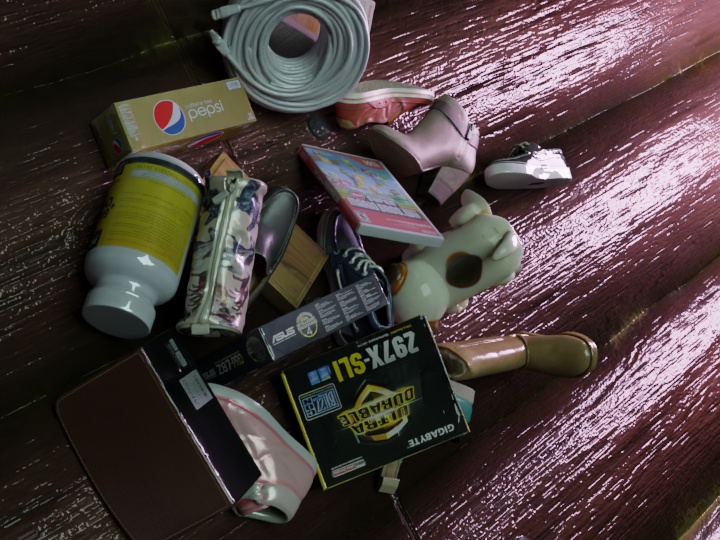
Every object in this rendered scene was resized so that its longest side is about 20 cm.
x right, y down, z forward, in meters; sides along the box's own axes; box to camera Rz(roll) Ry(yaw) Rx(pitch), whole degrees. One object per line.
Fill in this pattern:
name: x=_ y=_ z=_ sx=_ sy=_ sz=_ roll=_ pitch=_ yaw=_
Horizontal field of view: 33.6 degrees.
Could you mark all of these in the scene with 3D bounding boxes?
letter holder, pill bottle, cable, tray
letter holder: x=-0.231 y=0.193 z=1.347 sx=0.201 sy=0.141 sz=0.101 roll=59 pitch=17 yaw=-2
pill bottle: x=-0.256 y=-0.028 z=1.386 sx=0.111 sy=0.112 sz=0.202 roll=29 pitch=57 yaw=-28
cable: x=-0.088 y=-0.306 z=1.582 sx=0.069 sy=0.198 sz=0.201 roll=-113 pitch=177 yaw=-53
tray: x=-0.138 y=-0.048 z=1.541 sx=0.200 sy=0.037 sz=0.099 roll=45 pitch=52 yaw=-19

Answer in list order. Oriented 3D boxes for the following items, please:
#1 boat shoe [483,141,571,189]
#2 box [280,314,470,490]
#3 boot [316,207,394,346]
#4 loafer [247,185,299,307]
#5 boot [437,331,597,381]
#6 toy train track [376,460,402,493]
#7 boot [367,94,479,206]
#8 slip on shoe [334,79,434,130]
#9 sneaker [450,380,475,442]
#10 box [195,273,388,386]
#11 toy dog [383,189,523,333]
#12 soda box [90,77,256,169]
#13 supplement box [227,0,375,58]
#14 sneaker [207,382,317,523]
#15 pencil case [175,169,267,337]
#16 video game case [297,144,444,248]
boat shoe: x=0.260 y=-0.168 z=1.891 sx=0.199 sy=0.070 sz=0.064 roll=-2 pitch=76 yaw=-48
box: x=0.018 y=0.165 z=1.505 sx=0.198 sy=0.049 sz=0.161 roll=-21 pitch=85 yaw=1
boot: x=0.000 y=0.000 z=1.596 sx=0.072 sy=0.090 sz=0.202 roll=2 pitch=70 yaw=-38
loafer: x=-0.128 y=-0.016 z=1.471 sx=0.072 sy=0.072 sz=0.201 roll=31 pitch=77 yaw=-20
boot: x=0.209 y=0.127 z=1.679 sx=0.199 sy=0.174 sz=0.067 roll=-4 pitch=92 yaw=-43
toy train track: x=0.059 y=0.195 z=1.556 sx=0.114 sy=0.032 sz=0.202 roll=13 pitch=94 yaw=-20
boot: x=0.099 y=-0.197 z=1.753 sx=0.200 sy=0.070 sz=0.147 roll=45 pitch=61 yaw=-39
slip on shoe: x=0.033 y=-0.241 z=1.739 sx=0.199 sy=0.074 sz=0.062 roll=-17 pitch=119 yaw=-47
sneaker: x=0.070 y=0.179 z=1.605 sx=0.198 sy=0.071 sz=0.081 roll=18 pitch=68 yaw=-28
box: x=-0.085 y=0.077 z=1.456 sx=0.199 sy=0.161 sz=0.050 roll=-25 pitch=90 yaw=-41
toy dog: x=0.122 y=0.010 z=1.645 sx=0.199 sy=0.194 sz=0.140 roll=-33 pitch=112 yaw=-8
soda box: x=-0.232 y=-0.186 z=1.492 sx=0.199 sy=0.067 sz=0.065 roll=-20 pitch=87 yaw=-42
supplement box: x=-0.083 y=-0.362 z=1.674 sx=0.199 sy=0.073 sz=0.127 roll=28 pitch=58 yaw=-29
sneaker: x=-0.138 y=0.224 z=1.414 sx=0.200 sy=0.075 sz=0.105 roll=43 pitch=47 yaw=-24
pencil case: x=-0.161 y=-0.015 z=1.386 sx=0.089 sy=0.077 sz=0.202 roll=50 pitch=47 yaw=-69
video game case: x=0.012 y=-0.102 z=1.616 sx=0.142 sy=0.018 sz=0.200 roll=8 pitch=31 yaw=-36
